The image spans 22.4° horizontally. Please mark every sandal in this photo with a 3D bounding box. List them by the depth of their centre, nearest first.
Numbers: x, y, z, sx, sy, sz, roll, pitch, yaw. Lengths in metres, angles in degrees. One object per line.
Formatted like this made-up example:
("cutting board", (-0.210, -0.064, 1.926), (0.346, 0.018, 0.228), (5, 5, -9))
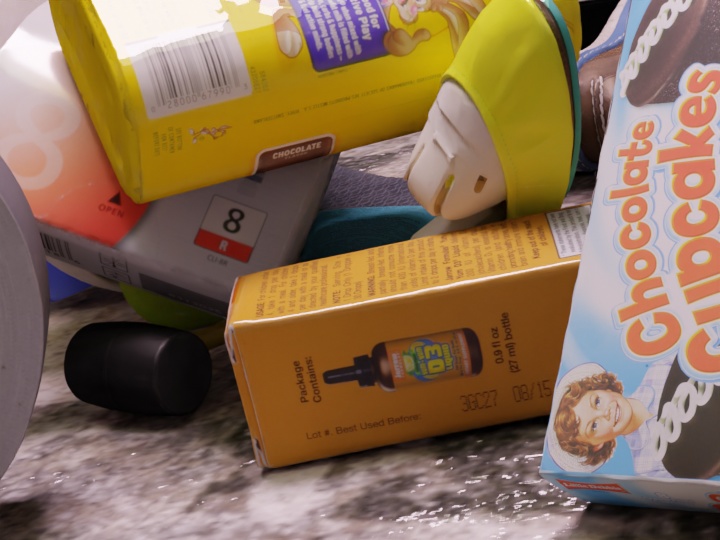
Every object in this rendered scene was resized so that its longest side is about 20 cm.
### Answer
("sandal", (-0.001, -0.023, 1.020), (0.200, 0.043, 0.076), (7, 32, 41))

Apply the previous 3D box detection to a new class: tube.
("tube", (0.000, 0.000, 0.860), (0.077, 0.051, 0.200), (4, 20, 5))

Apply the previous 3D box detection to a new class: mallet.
("mallet", (-0.044, 0.025, 0.869), (0.200, 0.041, 0.066), (-18, 17, -40))

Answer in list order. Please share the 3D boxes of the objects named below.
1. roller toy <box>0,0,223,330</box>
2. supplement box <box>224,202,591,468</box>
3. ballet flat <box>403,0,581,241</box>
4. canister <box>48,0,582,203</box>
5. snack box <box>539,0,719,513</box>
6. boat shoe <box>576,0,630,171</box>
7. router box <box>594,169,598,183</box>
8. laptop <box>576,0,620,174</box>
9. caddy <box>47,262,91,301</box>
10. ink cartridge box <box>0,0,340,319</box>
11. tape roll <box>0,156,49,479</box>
("roller toy", (-0.108, -0.091, 0.942), (0.183, 0.200, 0.140), (-54, -2, -19))
("supplement box", (0.050, 0.021, 0.721), (0.199, 0.067, 0.069), (-11, 22, 2))
("ballet flat", (0.051, -0.032, 0.763), (0.067, 0.200, 0.067), (-25, 59, -15))
("canister", (-0.025, -0.115, 0.798), (0.199, 0.087, 0.149), (-15, 52, -16))
("snack box", (0.133, -0.020, 0.601), (0.116, 0.201, 0.037), (-2, -23, 38))
("boat shoe", (0.155, -0.095, 0.897), (0.072, 0.073, 0.200), (0, 24, 32))
("router box", (0.216, -0.045, 0.880), (0.199, 0.051, 0.149), (-10, 12, 7))
("laptop", (0.140, -0.121, 1.114), (0.187, 0.116, 0.200), (-4, 16, 27))
("caddy", (-0.143, -0.070, 1.089), (0.200, 0.105, 0.141), (-31, 11, -4))
("ink cartridge box", (-0.081, -0.089, 0.842), (0.162, 0.201, 0.050), (19, -18, 6))
("tape roll", (-0.220, 0.018, 0.694), (0.199, 0.201, 0.066), (-14, 15, -6))
